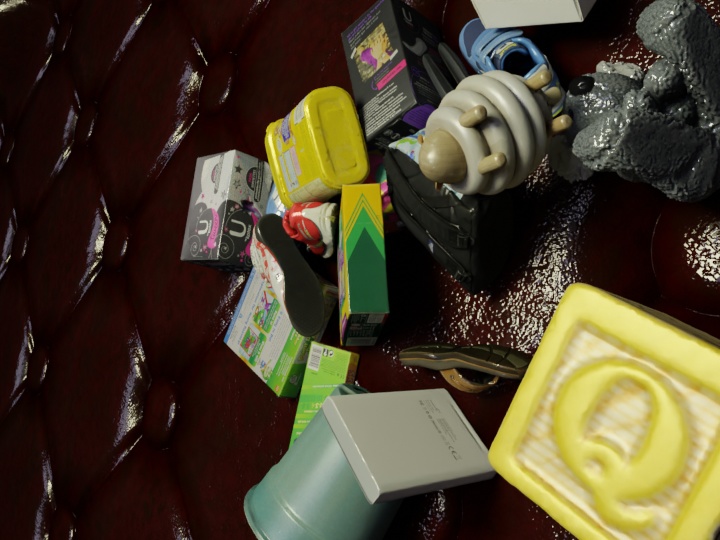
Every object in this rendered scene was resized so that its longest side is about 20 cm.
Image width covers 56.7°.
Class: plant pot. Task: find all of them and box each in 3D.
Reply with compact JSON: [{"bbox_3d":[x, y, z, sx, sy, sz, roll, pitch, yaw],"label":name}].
[{"bbox_3d":[-0.020,0.271,0.884,0.200,0.199,0.198,37,98,43],"label":"plant pot"}]

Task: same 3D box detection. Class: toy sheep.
[{"bbox_3d":[0.144,-0.149,0.714,0.138,0.198,0.139,51,156,33],"label":"toy sheep"}]

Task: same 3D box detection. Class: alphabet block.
[{"bbox_3d":[0.272,0.147,0.607,0.196,0.199,0.198,30,100,44],"label":"alphabet block"}]

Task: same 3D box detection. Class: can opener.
[{"bbox_3d":[0.141,-0.222,0.888,0.063,0.079,0.201,-34,69,1],"label":"can opener"}]

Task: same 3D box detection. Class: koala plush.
[{"bbox_3d":[0.291,-0.163,0.723,0.179,0.182,0.200,-62,24,0],"label":"koala plush"}]

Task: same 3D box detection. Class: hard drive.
[{"bbox_3d":[0.062,0.202,0.800,0.027,0.198,0.132,-58,47,28],"label":"hard drive"}]

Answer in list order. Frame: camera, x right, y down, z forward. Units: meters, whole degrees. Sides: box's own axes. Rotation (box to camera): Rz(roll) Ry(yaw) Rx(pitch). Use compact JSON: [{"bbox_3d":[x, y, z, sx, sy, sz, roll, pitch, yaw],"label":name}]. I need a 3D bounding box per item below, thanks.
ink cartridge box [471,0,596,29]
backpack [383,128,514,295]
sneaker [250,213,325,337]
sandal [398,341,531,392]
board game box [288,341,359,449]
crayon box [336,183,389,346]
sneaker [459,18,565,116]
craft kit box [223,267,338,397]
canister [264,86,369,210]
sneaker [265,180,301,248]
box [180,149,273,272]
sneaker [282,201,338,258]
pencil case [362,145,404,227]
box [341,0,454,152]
[{"bbox_3d":[0.238,-0.396,0.809,0.145,0.086,0.201,17,67,46],"label":"ink cartridge box"},{"bbox_3d":[0.110,-0.097,0.865,0.153,0.164,0.199,-40,53,-23],"label":"backpack"},{"bbox_3d":[-0.118,0.015,1.073,0.204,0.067,0.108,65,160,6],"label":"sneaker"},{"bbox_3d":[0.130,0.125,0.843,0.198,0.081,0.055,-3,94,43],"label":"sandal"},{"bbox_3d":[-0.061,0.220,1.041,0.095,0.030,0.203,9,83,46],"label":"board game box"},{"bbox_3d":[0.000,0.000,0.935,0.200,0.057,0.175,104,165,-72],"label":"crayon box"},{"bbox_3d":[0.189,-0.278,0.865,0.074,0.082,0.201,-43,53,12],"label":"sneaker"},{"bbox_3d":[-0.139,0.080,1.144,0.197,0.048,0.202,34,104,47],"label":"craft kit box"},{"bbox_3d":[-0.068,-0.174,0.996,0.200,0.086,0.151,-8,97,67],"label":"canister"},{"bbox_3d":[-0.108,-0.129,1.145,0.082,0.073,0.203,-1,80,42],"label":"sneaker"},{"bbox_3d":[-0.241,-0.106,1.241,0.131,0.114,0.203,0,80,45],"label":"box"},{"bbox_3d":[-0.076,-0.071,1.021,0.200,0.084,0.078,107,171,-80],"label":"sneaker"},{"bbox_3d":[0.020,-0.156,1.022,0.089,0.088,0.201,-51,51,22],"label":"pencil case"},{"bbox_3d":[0.061,-0.278,0.980,0.105,0.121,0.203,-29,60,37],"label":"box"}]
